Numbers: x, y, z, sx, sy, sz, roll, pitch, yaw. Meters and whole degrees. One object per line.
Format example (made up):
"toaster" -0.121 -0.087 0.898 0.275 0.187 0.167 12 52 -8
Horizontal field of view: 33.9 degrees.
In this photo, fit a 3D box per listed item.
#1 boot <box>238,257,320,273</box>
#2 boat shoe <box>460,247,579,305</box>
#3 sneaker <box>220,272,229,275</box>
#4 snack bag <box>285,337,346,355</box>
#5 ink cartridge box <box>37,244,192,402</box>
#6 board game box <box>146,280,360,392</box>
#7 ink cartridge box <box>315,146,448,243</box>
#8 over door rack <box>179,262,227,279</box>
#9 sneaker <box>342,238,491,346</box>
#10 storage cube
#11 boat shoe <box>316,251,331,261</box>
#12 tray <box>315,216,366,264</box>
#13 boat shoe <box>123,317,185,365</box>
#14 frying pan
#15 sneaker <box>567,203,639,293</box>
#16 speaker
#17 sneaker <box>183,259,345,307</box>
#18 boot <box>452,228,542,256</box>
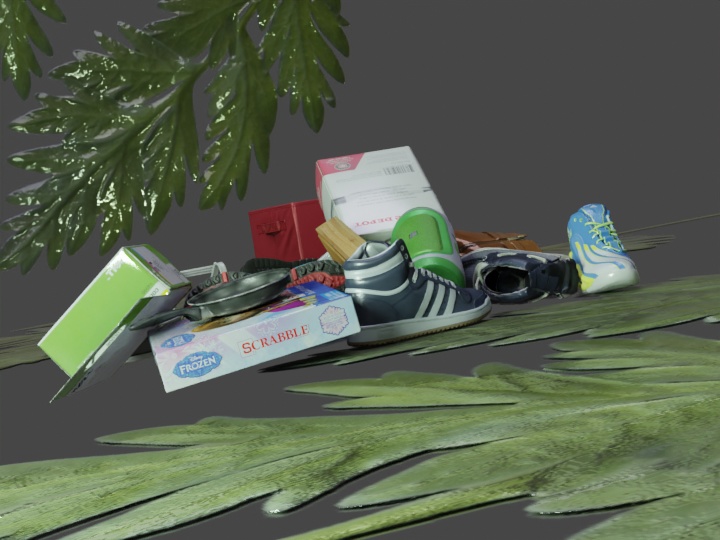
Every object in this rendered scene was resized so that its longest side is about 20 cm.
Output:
"boot" -0.110 0.042 1.817 0.199 0.078 0.138 13 -34 -21
"boat shoe" 0.162 0.006 1.450 0.093 0.075 0.200 -1 -3 -42
"sneaker" -0.132 0.060 1.562 0.080 0.071 0.200 37 5 22
"snack bag" -0.097 0.080 1.378 0.188 0.021 0.200 -12 3 -37
"ink cartridge box" -0.274 0.051 1.263 0.148 0.076 0.200 -47 -3 6
"board game box" -0.118 0.063 1.231 0.199 0.041 0.200 -17 7 -12
"ink cartridge box" 0.028 -0.083 1.679 0.146 0.083 0.200 -9 39 -10
"over door rack" -0.265 0.065 1.601 0.147 0.067 0.200 -10 -23 -26
"sneaker" 0.063 0.013 1.294 0.200 0.109 0.070 -11 4 -38
"storage cube" -0.074 -0.034 2.070 0.200 0.180 0.171 -12 4 -32
"boat shoe" -0.065 0.011 1.712 0.202 0.065 0.074 -34 -17 -7
"tray" 0.000 0.000 1.456 0.037 0.099 0.200 -33 18 -5
"boat shoe" -0.279 0.085 1.492 0.201 0.060 0.072 -10 2 -27
"frying pan" -0.140 0.033 1.217 0.115 0.031 0.190 -13 11 25
"sneaker" 0.288 -0.029 1.461 0.075 0.105 0.200 -9 2 -4
"speaker" 0.083 -0.013 1.485 0.088 0.089 0.200 -9 23 2
"sneaker" -0.107 0.045 1.399 0.199 0.080 0.096 -7 -16 -4
"boot" 0.165 -0.041 1.750 0.155 0.077 0.200 -17 36 -23
